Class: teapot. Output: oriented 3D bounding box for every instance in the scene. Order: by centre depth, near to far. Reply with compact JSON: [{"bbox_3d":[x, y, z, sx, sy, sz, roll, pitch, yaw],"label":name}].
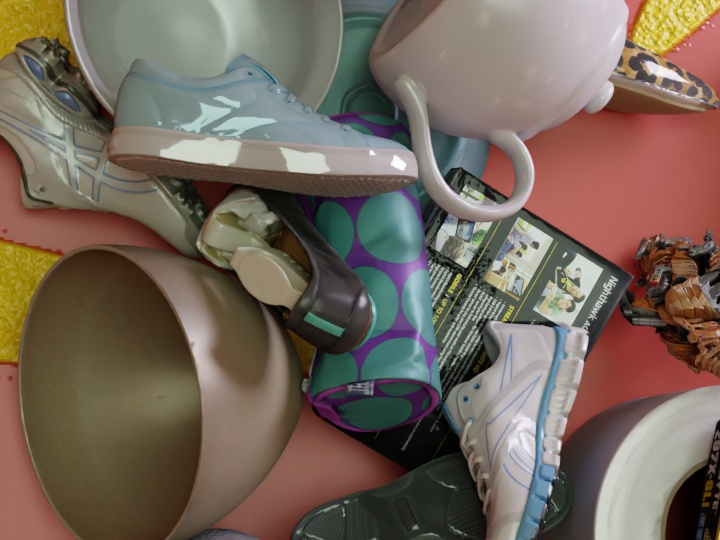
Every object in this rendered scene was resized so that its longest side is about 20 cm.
[{"bbox_3d":[0.109,-0.155,1.211,0.146,0.198,0.200,40,109,-13],"label":"teapot"}]

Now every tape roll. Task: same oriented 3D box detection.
[{"bbox_3d":[0.235,0.185,1.255,0.201,0.139,0.205,2,82,-12],"label":"tape roll"}]

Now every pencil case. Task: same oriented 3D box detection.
[{"bbox_3d":[0.000,0.000,1.201,0.091,0.085,0.202,-5,69,-1],"label":"pencil case"}]

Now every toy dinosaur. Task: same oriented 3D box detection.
[{"bbox_3d":[0.252,0.033,1.257,0.134,0.103,0.201,-8,50,-1],"label":"toy dinosaur"}]

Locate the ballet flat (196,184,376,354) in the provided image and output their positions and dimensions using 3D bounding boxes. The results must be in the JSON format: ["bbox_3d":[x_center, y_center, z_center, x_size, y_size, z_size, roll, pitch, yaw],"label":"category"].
[{"bbox_3d":[-0.060,-0.014,1.155,0.068,0.200,0.068,16,105,-37],"label":"ballet flat"}]

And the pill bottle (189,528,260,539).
[{"bbox_3d":[-0.085,0.226,1.149,0.113,0.200,0.115,0,88,-14],"label":"pill bottle"}]

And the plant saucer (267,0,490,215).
[{"bbox_3d":[0.003,-0.111,1.299,0.198,0.036,0.202,1,83,-12],"label":"plant saucer"}]

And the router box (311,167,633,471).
[{"bbox_3d":[0.078,0.051,1.269,0.148,0.051,0.201,31,89,-6],"label":"router box"}]

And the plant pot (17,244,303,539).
[{"bbox_3d":[-0.115,0.079,1.188,0.134,0.199,0.202,-7,83,-43],"label":"plant pot"}]

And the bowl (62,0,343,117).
[{"bbox_3d":[-0.117,-0.167,1.224,0.199,0.090,0.203,3,82,-24],"label":"bowl"}]

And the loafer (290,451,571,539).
[{"bbox_3d":[0.044,0.172,1.225,0.198,0.063,0.072,-11,68,-15],"label":"loafer"}]

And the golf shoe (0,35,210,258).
[{"bbox_3d":[-0.185,-0.066,1.248,0.200,0.078,0.097,45,95,1],"label":"golf shoe"}]

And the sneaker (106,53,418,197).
[{"bbox_3d":[-0.058,-0.096,1.138,0.198,0.074,0.083,7,82,-11],"label":"sneaker"}]

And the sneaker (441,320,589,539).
[{"bbox_3d":[0.091,0.119,1.190,0.086,0.075,0.201,14,55,4],"label":"sneaker"}]

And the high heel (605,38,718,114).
[{"bbox_3d":[0.183,-0.199,1.331,0.198,0.071,0.144,15,77,-8],"label":"high heel"}]

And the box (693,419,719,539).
[{"bbox_3d":[0.314,0.196,1.175,0.198,0.049,0.161,16,78,-10],"label":"box"}]
